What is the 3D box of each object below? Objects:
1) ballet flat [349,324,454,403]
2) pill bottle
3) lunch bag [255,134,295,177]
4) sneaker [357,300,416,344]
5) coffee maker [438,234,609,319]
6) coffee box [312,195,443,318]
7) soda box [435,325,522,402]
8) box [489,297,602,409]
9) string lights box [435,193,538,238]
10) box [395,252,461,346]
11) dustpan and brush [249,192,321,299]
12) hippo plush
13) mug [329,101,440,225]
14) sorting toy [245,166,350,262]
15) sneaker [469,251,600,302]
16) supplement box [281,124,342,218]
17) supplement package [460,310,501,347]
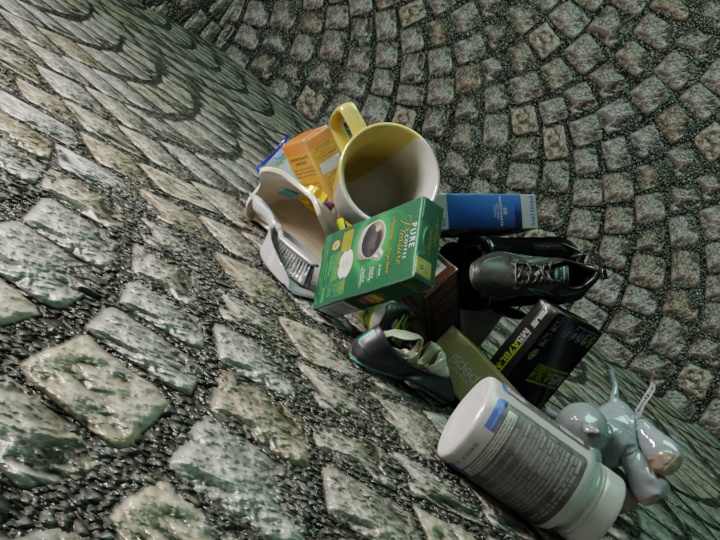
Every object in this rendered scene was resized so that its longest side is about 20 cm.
[{"bbox_3d":[0.074,0.122,1.219,0.200,0.073,0.073,29,13,-37],"label":"ballet flat"},{"bbox_3d":[0.199,0.224,1.052,0.200,0.114,0.114,36,10,-3],"label":"pill bottle"},{"bbox_3d":[-0.086,-0.141,1.741,0.170,0.127,0.200,29,25,-43],"label":"lunch bag"},{"bbox_3d":[0.028,0.072,1.303,0.076,0.076,0.200,29,-4,10],"label":"sneaker"},{"bbox_3d":[0.249,-0.005,1.451,0.199,0.192,0.135,-3,70,-38],"label":"coffee maker"},{"bbox_3d":[0.022,-0.013,1.225,0.044,0.199,0.124,30,56,-34],"label":"coffee box"},{"bbox_3d":[0.175,0.170,1.294,0.064,0.068,0.200,39,8,-47],"label":"soda box"},{"bbox_3d":[0.270,0.145,1.411,0.047,0.194,0.200,42,11,34],"label":"box"},{"bbox_3d":[0.170,-0.086,1.434,0.199,0.059,0.103,-2,-5,-29],"label":"string lights box"},{"bbox_3d":[0.098,0.040,1.407,0.100,0.075,0.200,43,-19,27],"label":"box"},{"bbox_3d":[-0.114,-0.040,1.342,0.200,0.057,0.139,42,12,27],"label":"dustpan and brush"},{"bbox_3d":[0.355,0.248,1.294,0.160,0.201,0.159,15,0,-42],"label":"hippo plush"},{"bbox_3d":[0.026,-0.143,1.351,0.148,0.188,0.153,4,-9,-12],"label":"mug"},{"bbox_3d":[-0.088,-0.091,1.398,0.200,0.107,0.180,39,-9,17],"label":"sorting toy"},{"bbox_3d":[0.257,0.003,1.335,0.199,0.076,0.079,3,-14,-18],"label":"sneaker"},{"bbox_3d":[-0.052,-0.136,1.524,0.066,0.069,0.201,-8,-65,48],"label":"supplement box"},{"bbox_3d":[0.143,0.055,1.599,0.200,0.117,0.117,38,8,8],"label":"supplement package"}]
